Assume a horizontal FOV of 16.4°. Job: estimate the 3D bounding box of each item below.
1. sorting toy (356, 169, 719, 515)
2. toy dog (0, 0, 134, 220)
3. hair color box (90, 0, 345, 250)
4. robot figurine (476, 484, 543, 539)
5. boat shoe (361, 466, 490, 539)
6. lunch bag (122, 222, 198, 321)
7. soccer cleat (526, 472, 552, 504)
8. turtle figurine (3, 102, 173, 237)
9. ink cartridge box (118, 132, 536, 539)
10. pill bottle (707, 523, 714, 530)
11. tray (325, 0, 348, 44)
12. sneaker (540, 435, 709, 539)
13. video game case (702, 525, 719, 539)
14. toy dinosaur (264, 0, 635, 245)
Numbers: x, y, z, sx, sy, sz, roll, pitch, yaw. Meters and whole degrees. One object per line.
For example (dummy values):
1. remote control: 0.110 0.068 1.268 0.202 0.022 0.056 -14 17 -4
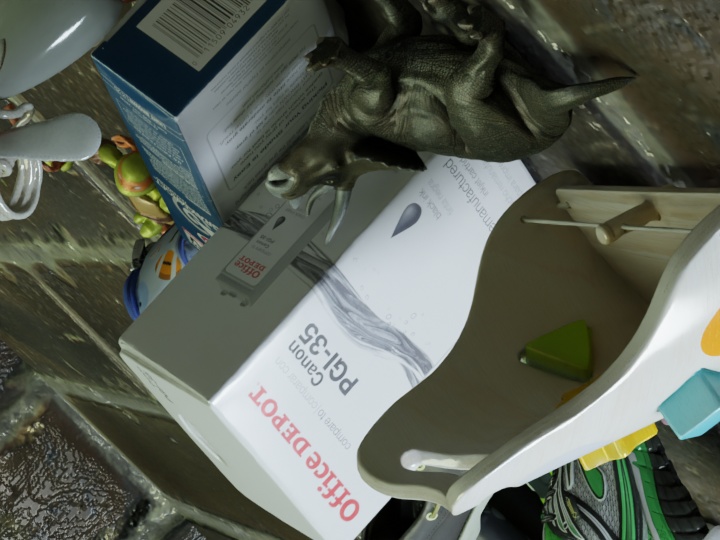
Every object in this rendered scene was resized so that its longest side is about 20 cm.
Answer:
1. sorting toy: 0.089 0.043 1.067 0.107 0.180 0.200 61 163 -13
2. toy dog: -0.178 -0.116 1.428 0.096 0.200 0.132 14 178 31
3. hair color box: -0.058 -0.077 1.226 0.061 0.100 0.200 37 166 23
4. robot figurine: 0.092 0.188 1.670 0.200 0.125 0.150 41 -149 5
5. boat shoe: 0.047 0.112 1.500 0.201 0.061 0.072 104 147 -44
6. lunch bag: -0.057 0.039 1.570 0.200 0.076 0.160 46 -149 -8
7. soccer cleat: 0.103 0.098 1.518 0.200 0.067 0.081 27 137 61
8. turtle figurine: -0.147 -0.057 1.735 0.200 0.064 0.161 30 171 16
9. ink cartridge box: 0.000 0.019 1.233 0.083 0.200 0.147 30 163 44
10. pill bottle: 0.240 0.256 1.487 0.200 0.111 0.111 44 167 -7
11. tray: -0.039 -0.119 1.310 0.107 0.022 0.200 40 167 13
12. sneaker: 0.125 0.110 1.345 0.200 0.085 0.078 64 -177 27
13. video game case: 0.267 0.196 1.279 0.182 0.022 0.200 38 -174 20
14. toy dinosaur: 0.043 -0.081 1.107 0.200 0.077 0.102 -7 139 30
